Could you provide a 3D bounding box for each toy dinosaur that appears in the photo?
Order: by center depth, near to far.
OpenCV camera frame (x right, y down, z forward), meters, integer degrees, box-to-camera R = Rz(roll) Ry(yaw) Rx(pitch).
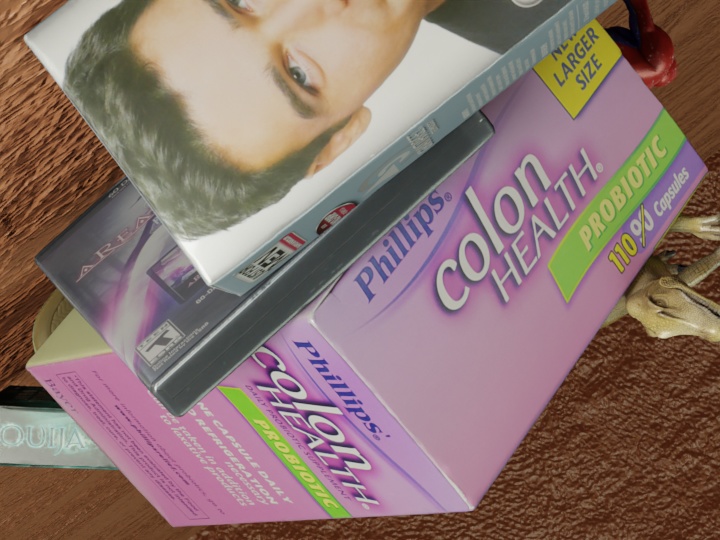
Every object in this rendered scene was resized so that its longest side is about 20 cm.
[{"bbox_3d":[0.085,0.006,0.967,0.101,0.058,0.200,-35,-172,-30],"label":"toy dinosaur"}]

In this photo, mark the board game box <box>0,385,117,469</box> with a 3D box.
[{"bbox_3d":[-0.107,0.073,1.166,0.135,0.028,0.200,2,180,-5],"label":"board game box"}]

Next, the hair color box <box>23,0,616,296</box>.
[{"bbox_3d":[0.006,-0.092,0.774,0.200,0.099,0.061,-38,174,3],"label":"hair color box"}]

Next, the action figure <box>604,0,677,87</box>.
[{"bbox_3d":[0.081,-0.125,1.174,0.200,0.099,0.065,6,144,-48],"label":"action figure"}]

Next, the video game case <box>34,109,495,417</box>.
[{"bbox_3d":[-0.043,-0.025,0.897,0.143,0.019,0.200,-42,-157,-6],"label":"video game case"}]

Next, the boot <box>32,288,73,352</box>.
[{"bbox_3d":[-0.086,0.019,1.199,0.200,0.072,0.155,-32,176,-29],"label":"boot"}]

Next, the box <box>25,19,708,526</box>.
[{"bbox_3d":[0.000,0.000,0.941,0.200,0.097,0.176,-12,-146,54],"label":"box"}]
